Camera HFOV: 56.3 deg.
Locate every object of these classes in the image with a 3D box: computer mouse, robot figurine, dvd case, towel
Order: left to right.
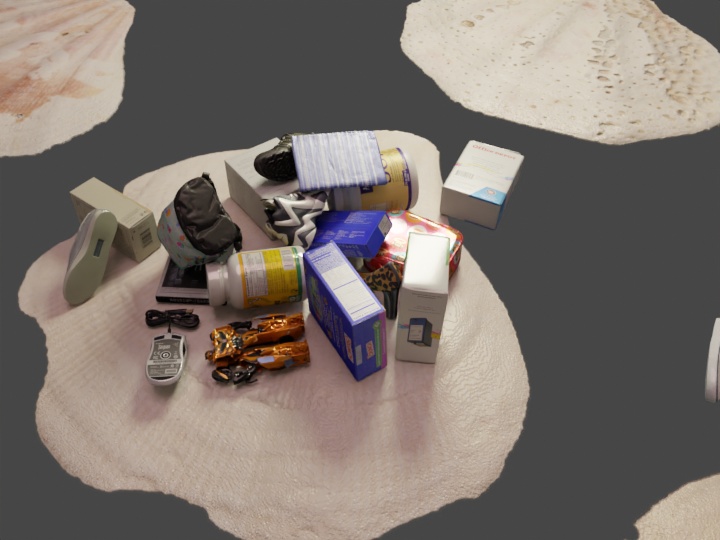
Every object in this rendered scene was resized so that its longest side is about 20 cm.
[{"bbox_3d":[-0.368,0.151,1.283,0.107,0.045,0.202,0,41,-7],"label":"computer mouse"},{"bbox_3d":[-0.343,-0.010,1.447,0.147,0.025,0.203,2,47,1],"label":"dvd case"},{"bbox_3d":[-0.198,0.140,1.280,0.195,0.059,0.147,-8,46,-9],"label":"robot figurine"},{"bbox_3d":[-0.046,-0.236,1.455,0.195,0.024,0.147,-6,62,-14],"label":"towel"}]

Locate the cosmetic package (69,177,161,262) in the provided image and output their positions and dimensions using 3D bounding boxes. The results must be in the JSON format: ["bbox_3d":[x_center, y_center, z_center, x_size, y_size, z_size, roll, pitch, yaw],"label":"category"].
[{"bbox_3d":[-0.540,-0.113,1.489,0.198,0.105,0.073,29,51,23],"label":"cosmetic package"}]

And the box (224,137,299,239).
[{"bbox_3d":[-0.200,-0.194,1.565,0.151,0.108,0.200,-28,52,-26],"label":"box"}]

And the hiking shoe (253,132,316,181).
[{"bbox_3d":[-0.163,-0.261,1.515,0.197,0.077,0.100,-21,40,-32],"label":"hiking shoe"}]

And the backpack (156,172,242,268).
[{"bbox_3d":[-0.336,-0.087,1.370,0.125,0.199,0.170,-25,90,-27],"label":"backpack"}]

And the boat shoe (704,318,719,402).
[{"bbox_3d":[0.691,0.170,1.245,0.085,0.076,0.202,8,37,31],"label":"boat shoe"}]

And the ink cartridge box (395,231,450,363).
[{"bbox_3d":[0.116,0.054,1.268,0.085,0.203,0.147,7,45,2],"label":"ink cartridge box"}]

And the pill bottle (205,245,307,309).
[{"bbox_3d":[-0.207,0.017,1.350,0.195,0.114,0.114,-7,46,-15],"label":"pill bottle"}]

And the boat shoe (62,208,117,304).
[{"bbox_3d":[-0.568,-0.032,1.401,0.071,0.070,0.205,14,81,44],"label":"boat shoe"}]

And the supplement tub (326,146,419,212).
[{"bbox_3d":[0.022,-0.196,1.542,0.196,0.147,0.147,-12,47,-12],"label":"supplement tub"}]

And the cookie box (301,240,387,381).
[{"bbox_3d":[-0.029,0.076,1.267,0.074,0.173,0.201,-23,51,-18],"label":"cookie box"}]

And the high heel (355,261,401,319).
[{"bbox_3d":[0.000,0.000,1.356,0.198,0.144,0.071,29,52,25],"label":"high heel"}]

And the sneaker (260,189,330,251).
[{"bbox_3d":[-0.143,-0.149,1.429,0.128,0.079,0.203,24,72,-17],"label":"sneaker"}]

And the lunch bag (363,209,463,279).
[{"bbox_3d":[0.107,-0.034,1.432,0.197,0.083,0.177,22,50,19],"label":"lunch bag"}]

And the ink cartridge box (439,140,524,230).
[{"bbox_3d":[0.288,-0.205,1.595,0.142,0.086,0.201,19,50,17],"label":"ink cartridge box"}]

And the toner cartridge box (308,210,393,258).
[{"bbox_3d":[-0.034,-0.080,1.436,0.197,0.043,0.096,5,52,41],"label":"toner cartridge box"}]
